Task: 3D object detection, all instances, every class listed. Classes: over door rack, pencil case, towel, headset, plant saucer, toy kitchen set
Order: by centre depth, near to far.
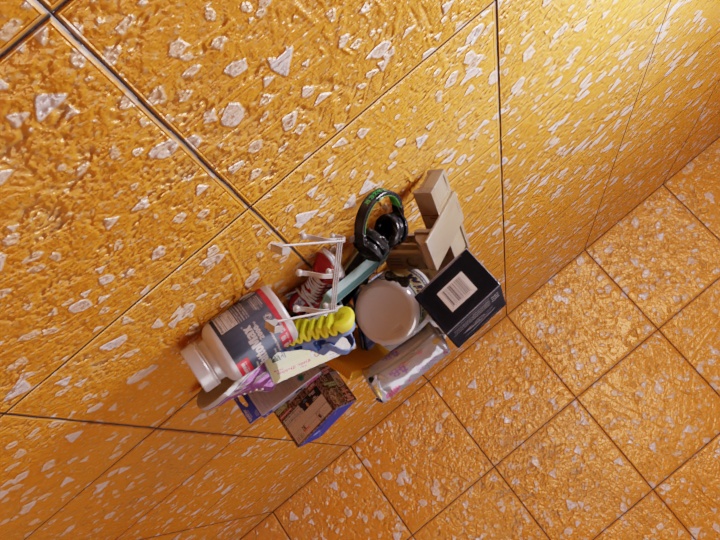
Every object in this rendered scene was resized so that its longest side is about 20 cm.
[{"bbox_3d":[-0.105,0.013,1.257,0.199,0.066,0.151,-14,113,-57],"label":"over door rack"},{"bbox_3d":[0.052,-0.059,1.379,0.123,0.093,0.202,-38,136,-33],"label":"headset"},{"bbox_3d":[-0.007,0.013,1.434,0.200,0.019,0.070,-41,167,-33],"label":"plant saucer"},{"bbox_3d":[0.102,-0.074,1.464,0.164,0.178,0.202,-59,137,-39],"label":"toy kitchen set"},{"bbox_3d":[0.099,0.198,1.536,0.199,0.083,0.091,-36,138,-1],"label":"pencil case"},{"bbox_3d":[0.042,0.091,1.681,0.023,0.150,0.199,-5,-167,29],"label":"towel"}]

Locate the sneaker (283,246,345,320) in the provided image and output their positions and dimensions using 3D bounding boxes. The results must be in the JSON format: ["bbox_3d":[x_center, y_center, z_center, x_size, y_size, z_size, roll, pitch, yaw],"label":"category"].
[{"bbox_3d":[-0.095,0.032,1.416,0.112,0.071,0.201,-37,163,-18],"label":"sneaker"}]

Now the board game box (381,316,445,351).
[{"bbox_3d":[0.139,0.158,1.703,0.198,0.026,0.201,-20,-154,36],"label":"board game box"}]

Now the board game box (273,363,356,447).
[{"bbox_3d":[-0.136,0.292,1.718,0.160,0.201,0.096,-47,160,24],"label":"board game box"}]

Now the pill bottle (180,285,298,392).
[{"bbox_3d":[-0.226,0.132,1.316,0.199,0.120,0.120,-35,161,-14],"label":"pill bottle"}]

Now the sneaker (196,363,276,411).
[{"bbox_3d":[-0.254,0.256,1.548,0.199,0.073,0.115,-37,131,-4],"label":"sneaker"}]

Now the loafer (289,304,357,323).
[{"bbox_3d":[-0.098,0.118,1.552,0.197,0.076,0.070,-16,148,-14],"label":"loafer"}]

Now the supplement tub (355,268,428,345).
[{"bbox_3d":[0.081,0.071,1.572,0.145,0.145,0.200,-46,175,20],"label":"supplement tub"}]

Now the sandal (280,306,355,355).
[{"bbox_3d":[-0.090,0.138,1.402,0.197,0.088,0.080,-11,-144,25],"label":"sandal"}]

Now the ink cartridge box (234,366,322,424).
[{"bbox_3d":[-0.201,0.248,1.625,0.199,0.120,0.042,-35,163,-13],"label":"ink cartridge box"}]

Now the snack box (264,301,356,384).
[{"bbox_3d":[-0.116,0.151,1.506,0.197,0.037,0.118,-22,118,-9],"label":"snack box"}]

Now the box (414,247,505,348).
[{"bbox_3d":[0.210,0.063,1.462,0.148,0.105,0.200,-42,160,0],"label":"box"}]

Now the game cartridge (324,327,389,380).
[{"bbox_3d":[-0.044,0.173,1.636,0.175,0.199,0.033,-11,128,-53],"label":"game cartridge"}]

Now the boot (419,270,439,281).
[{"bbox_3d":[0.184,0.027,1.739,0.073,0.199,0.156,-53,165,-13],"label":"boot"}]

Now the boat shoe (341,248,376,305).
[{"bbox_3d":[0.000,0.000,1.539,0.200,0.062,0.074,-49,157,21],"label":"boat shoe"}]
